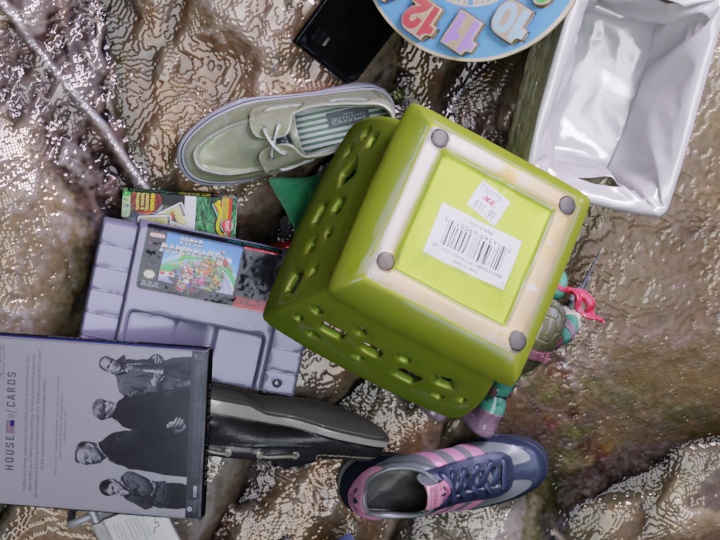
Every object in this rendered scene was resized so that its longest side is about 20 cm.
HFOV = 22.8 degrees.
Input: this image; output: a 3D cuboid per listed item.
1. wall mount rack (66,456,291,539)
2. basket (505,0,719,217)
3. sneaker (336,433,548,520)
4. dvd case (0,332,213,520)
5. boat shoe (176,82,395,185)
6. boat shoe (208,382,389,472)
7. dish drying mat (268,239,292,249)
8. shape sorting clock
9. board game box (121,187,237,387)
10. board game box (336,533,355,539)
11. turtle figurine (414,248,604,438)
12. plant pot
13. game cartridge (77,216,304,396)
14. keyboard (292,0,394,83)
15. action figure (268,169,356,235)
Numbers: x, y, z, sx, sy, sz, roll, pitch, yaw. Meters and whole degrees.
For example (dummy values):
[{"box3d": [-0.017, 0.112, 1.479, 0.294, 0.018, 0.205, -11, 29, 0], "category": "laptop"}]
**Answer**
[{"box3d": [-0.164, 0.239, 1.616, 0.173, 0.075, 0.201, -23, 103, 1], "category": "wall mount rack"}, {"box3d": [0.216, -0.163, 1.560, 0.135, 0.123, 0.201, 14, 99, -10], "category": "basket"}, {"box3d": [0.081, 0.198, 1.631, 0.199, 0.082, 0.070, -9, 101, -6], "category": "sneaker"}, {"box3d": [-0.231, 0.134, 1.548, 0.199, 0.025, 0.151, 4, 96, 7], "category": "dvd case"}, {"box3d": [-0.065, -0.123, 1.563, 0.199, 0.062, 0.072, -18, 102, -4], "category": "boat shoe"}, {"box3d": [-0.072, 0.149, 1.601, 0.199, 0.074, 0.061, 12, 103, -22], "category": "boat shoe"}, {"box3d": [0.000, 0.000, 1.616, 0.199, 0.018, 0.077, -11, 104, -5], "category": "dish drying mat"}, {"box3d": [0.095, -0.275, 1.495, 0.199, 0.039, 0.201, 2, 97, 17], "category": "shape sorting clock"}, {"box3d": [-0.167, 0.029, 1.600, 0.104, 0.023, 0.201, 2, 100, -10], "category": "board game box"}, {"box3d": [0.010, 0.358, 1.612, 0.200, 0.035, 0.136, 47, 114, 14], "category": "board game box"}, {"box3d": [0.133, 0.051, 1.599, 0.149, 0.101, 0.200, 28, 104, -19], "category": "turtle figurine"}, {"box3d": [0.062, -0.011, 1.451, 0.199, 0.181, 0.200, 28, 75, -12], "category": "plant pot"}, {"box3d": [-0.142, 0.031, 1.576, 0.199, 0.038, 0.130, 11, 103, -10], "category": "game cartridge"}, {"box3d": [0.012, -0.272, 1.567, 0.104, 0.040, 0.200, 36, 92, -35], "category": "keyboard"}, {"box3d": [0.031, -0.055, 1.582, 0.199, 0.055, 0.118, -17, 67, -17], "category": "action figure"}]
